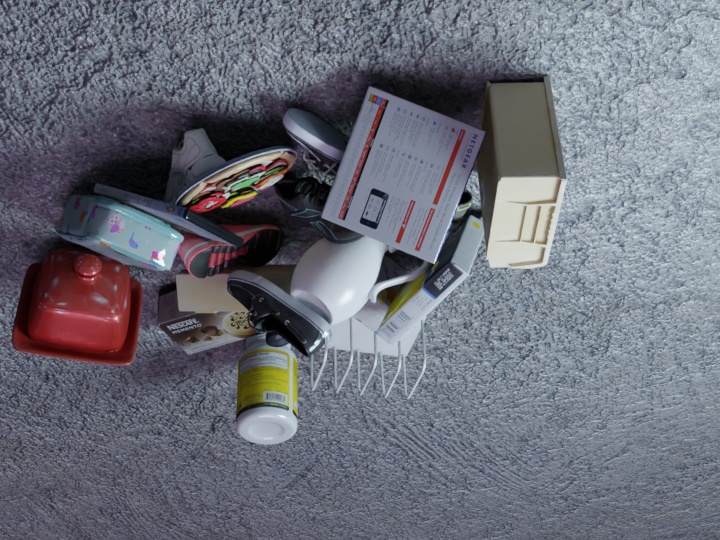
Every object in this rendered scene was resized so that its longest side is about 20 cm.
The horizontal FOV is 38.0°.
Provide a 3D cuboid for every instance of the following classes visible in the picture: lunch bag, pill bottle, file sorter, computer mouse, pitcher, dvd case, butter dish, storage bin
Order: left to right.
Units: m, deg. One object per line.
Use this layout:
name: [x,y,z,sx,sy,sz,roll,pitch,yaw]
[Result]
butter dish: [-0.450,0.034,1.702,0.198,0.200,0.148,10,134,-15]
lunch bag: [-0.371,-0.057,1.620,0.160,0.078,0.199,24,172,-33]
dvd case: [-0.289,-0.082,1.580,0.199,0.018,0.142,16,171,33]
pill bottle: [-0.171,0.208,1.930,0.111,0.201,0.113,-1,142,-1]
computer mouse: [-0.081,0.069,1.820,0.200,0.034,0.059,-39,139,-4]
pitcher: [0.000,0.000,1.629,0.171,0.200,0.122,28,148,19]
file sorter: [0.012,0.152,1.932,0.198,0.125,0.139,7,142,-13]
storage bin: [0.225,-0.137,1.511,0.093,0.201,0.199,-1,142,-1]

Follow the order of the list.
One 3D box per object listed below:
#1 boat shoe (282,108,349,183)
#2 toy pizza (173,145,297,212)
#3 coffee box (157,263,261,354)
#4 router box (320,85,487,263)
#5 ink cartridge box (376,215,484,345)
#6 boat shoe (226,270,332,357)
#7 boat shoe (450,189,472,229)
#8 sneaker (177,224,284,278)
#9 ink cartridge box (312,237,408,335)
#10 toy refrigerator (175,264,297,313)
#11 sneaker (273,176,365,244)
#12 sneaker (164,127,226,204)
boat shoe: [-0.048,-0.171,1.556,0.199,0.074,0.068,24,121,-43]
toy pizza: [-0.181,-0.126,1.550,0.199,0.032,0.200,-25,174,-3]
coffee box: [-0.244,0.066,1.842,0.198,0.080,0.113,-16,143,16]
router box: [0.061,-0.136,1.486,0.178,0.049,0.201,23,100,6]
ink cartridge box: [0.122,0.002,1.694,0.047,0.200,0.198,37,125,-8]
boat shoe: [-0.138,0.070,1.609,0.199,0.066,0.070,32,149,19]
boat shoe: [0.093,-0.112,1.622,0.201,0.072,0.060,8,131,-42]
sneaker: [-0.211,-0.052,1.688,0.199,0.087,0.074,-13,134,-42]
ink cartridge box: [0.007,0.019,1.767,0.068,0.116,0.200,-27,136,27]
toy refrigerator: [-0.194,0.031,1.715,0.198,0.076,0.071,0,101,14]
sneaker: [-0.058,-0.095,1.589,0.199,0.076,0.079,14,152,41]
sneaker: [-0.256,-0.148,1.582,0.075,0.082,0.200,-23,173,-31]
